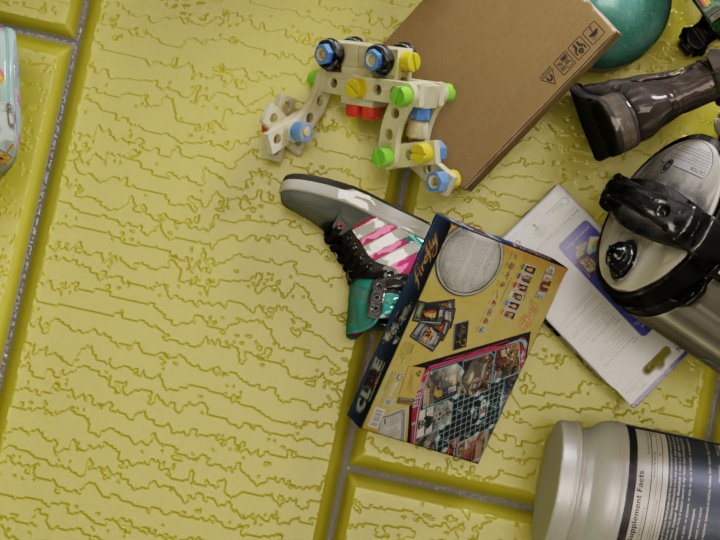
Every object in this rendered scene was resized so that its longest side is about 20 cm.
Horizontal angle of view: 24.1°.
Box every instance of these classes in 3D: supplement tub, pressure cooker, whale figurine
[{"bbox_3d":[0.264,0.214,1.515,0.198,0.140,0.141,11,85,-1],"label":"supplement tub"},{"bbox_3d":[0.302,-0.018,1.469,0.199,0.176,0.180,31,50,-23],"label":"pressure cooker"},{"bbox_3d":[0.201,-0.280,1.566,0.159,0.104,0.200,-42,85,-10],"label":"whale figurine"}]

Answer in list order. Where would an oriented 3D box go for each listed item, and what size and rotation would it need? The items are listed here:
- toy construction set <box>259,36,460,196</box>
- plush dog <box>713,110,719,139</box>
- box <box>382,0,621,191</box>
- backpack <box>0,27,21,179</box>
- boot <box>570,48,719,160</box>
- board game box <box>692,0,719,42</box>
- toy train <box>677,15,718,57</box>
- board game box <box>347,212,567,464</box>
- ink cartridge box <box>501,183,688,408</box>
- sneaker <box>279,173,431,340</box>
[{"bbox_3d":[0.003,-0.144,1.544,0.199,0.092,0.132,9,104,27],"label":"toy construction set"},{"bbox_3d":[0.441,-0.113,1.530,0.160,0.172,0.201,-36,87,-5],"label":"plush dog"},{"bbox_3d":[0.115,-0.200,1.544,0.200,0.021,0.164,-46,68,17],"label":"box"},{"bbox_3d":[-0.381,-0.163,1.504,0.152,0.176,0.202,-9,85,-20],"label":"backpack"},{"bbox_3d":[0.286,-0.160,1.507,0.173,0.200,0.070,-23,102,-1],"label":"boot"},{"bbox_3d":[0.279,-0.302,1.550,0.023,0.105,0.201,-34,72,11],"label":"board game box"},{"bbox_3d":[0.384,-0.272,1.603,0.200,0.046,0.034,-39,88,-5],"label":"toy train"},{"bbox_3d":[0.088,0.064,1.521,0.135,0.035,0.201,20,99,-29],"label":"board game box"},{"bbox_3d":[0.217,0.025,1.579,0.099,0.039,0.200,-42,87,-5],"label":"ink cartridge box"},{"bbox_3d":[0.000,0.000,1.553,0.199,0.084,0.121,25,76,-1],"label":"sneaker"}]
